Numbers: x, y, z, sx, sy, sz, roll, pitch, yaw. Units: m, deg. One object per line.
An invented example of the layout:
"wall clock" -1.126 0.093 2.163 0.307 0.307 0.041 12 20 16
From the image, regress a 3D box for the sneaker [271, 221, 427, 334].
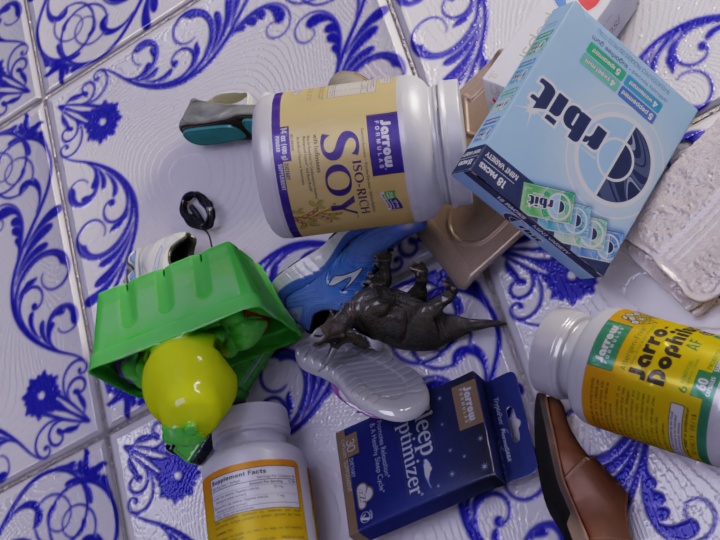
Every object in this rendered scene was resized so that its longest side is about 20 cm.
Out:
"sneaker" 0.000 0.000 1.460 0.200 0.078 0.089 -37 79 31

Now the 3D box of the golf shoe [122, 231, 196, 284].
"golf shoe" -0.210 0.045 1.557 0.097 0.078 0.201 -32 58 28

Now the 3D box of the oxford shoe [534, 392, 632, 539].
"oxford shoe" 0.207 0.200 1.273 0.071 0.071 0.201 -12 59 -6

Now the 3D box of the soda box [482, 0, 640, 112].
"soda box" 0.205 -0.233 1.390 0.068 0.064 0.200 26 67 27

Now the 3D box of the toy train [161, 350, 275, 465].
"toy train" -0.147 0.125 1.520 0.056 0.042 0.200 34 91 26

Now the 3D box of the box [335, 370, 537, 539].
"box" 0.071 0.178 1.359 0.199 0.032 0.121 -26 49 19

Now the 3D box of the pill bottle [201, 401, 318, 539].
"pill bottle" -0.102 0.241 1.402 0.111 0.111 0.201 -21 62 23

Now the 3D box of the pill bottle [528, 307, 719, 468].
"pill bottle" 0.257 0.097 1.240 0.199 0.113 0.113 17 81 35

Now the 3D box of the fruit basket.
"fruit basket" -0.169 0.094 1.419 0.215 0.155 0.217 -6 71 18

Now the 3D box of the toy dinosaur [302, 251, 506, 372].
"toy dinosaur" 0.044 0.045 1.406 0.077 0.199 0.103 -101 18 -55

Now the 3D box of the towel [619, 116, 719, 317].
"towel" 0.342 -0.064 1.300 0.200 0.034 0.133 -48 55 7

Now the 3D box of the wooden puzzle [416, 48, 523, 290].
"wooden puzzle" 0.133 -0.104 1.439 0.200 0.046 0.185 -45 55 14

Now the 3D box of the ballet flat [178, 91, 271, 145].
"ballet flat" -0.126 -0.181 1.610 0.199 0.067 0.064 5 67 32

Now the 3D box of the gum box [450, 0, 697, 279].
"gum box" 0.205 -0.122 1.305 0.200 0.170 0.045 -58 18 -16

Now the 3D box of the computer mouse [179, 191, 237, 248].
"computer mouse" -0.162 -0.022 1.595 0.059 0.034 0.200 -53 47 28

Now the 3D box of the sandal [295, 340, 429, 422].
"sandal" 0.005 0.119 1.410 0.202 0.082 0.050 31 131 54

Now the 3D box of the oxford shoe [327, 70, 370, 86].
"oxford shoe" -0.013 -0.167 1.509 0.071 0.074 0.200 -47 35 22

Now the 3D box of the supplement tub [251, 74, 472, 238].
"supplement tub" 0.004 -0.113 1.351 0.199 0.145 0.146 -7 66 7
